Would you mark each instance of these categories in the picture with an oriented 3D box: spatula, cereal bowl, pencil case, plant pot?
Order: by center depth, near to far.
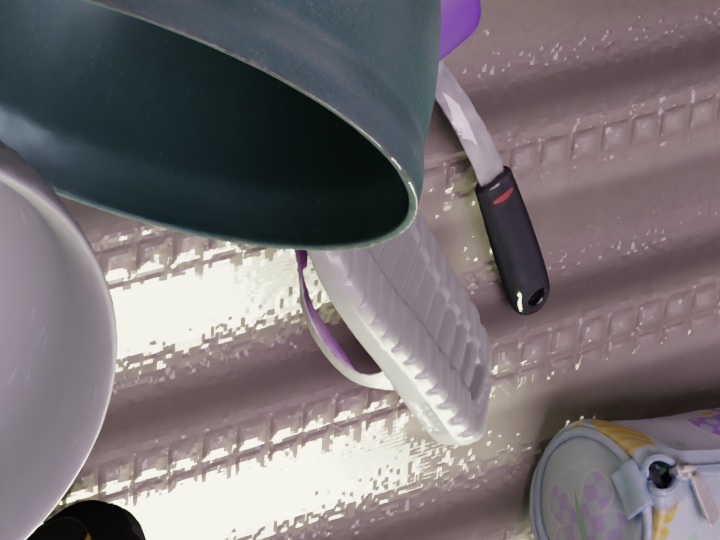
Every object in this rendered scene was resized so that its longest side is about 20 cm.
[{"bbox_3d":[-0.059,-0.107,0.824,0.200,0.199,0.135,34,67,-44],"label":"plant pot"},{"bbox_3d":[-0.184,0.024,0.858,0.199,0.083,0.201,-17,130,-22],"label":"cereal bowl"},{"bbox_3d":[0.044,-0.049,1.033,0.056,0.021,0.201,-37,133,-14],"label":"spatula"},{"bbox_3d":[0.171,0.098,1.175,0.199,0.083,0.091,-4,141,-36],"label":"pencil case"}]

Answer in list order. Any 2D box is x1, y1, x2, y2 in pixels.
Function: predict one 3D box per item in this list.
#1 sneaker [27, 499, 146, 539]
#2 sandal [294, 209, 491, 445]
[{"bbox_3d":[-0.162,0.157,0.971,0.200,0.070,0.090,-47,137,-1],"label":"sneaker"},{"bbox_3d":[-0.001,0.006,1.011,0.049,0.083,0.203,-9,138,21],"label":"sandal"}]
